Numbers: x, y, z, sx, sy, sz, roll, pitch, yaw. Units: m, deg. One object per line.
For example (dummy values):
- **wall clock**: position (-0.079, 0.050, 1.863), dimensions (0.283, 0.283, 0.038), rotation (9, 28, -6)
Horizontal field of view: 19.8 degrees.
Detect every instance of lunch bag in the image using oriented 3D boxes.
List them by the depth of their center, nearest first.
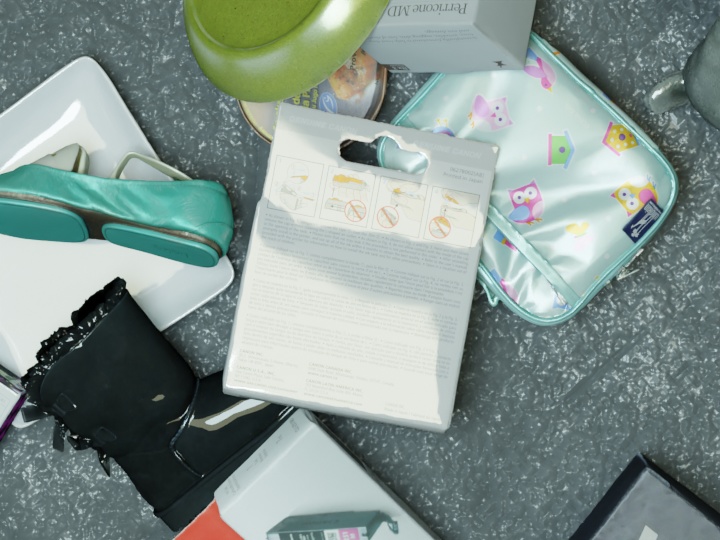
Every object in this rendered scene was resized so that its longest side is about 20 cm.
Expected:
- **lunch bag**: position (0.118, -0.063, 1.458), dimensions (0.200, 0.077, 0.160), rotation (45, 91, 4)

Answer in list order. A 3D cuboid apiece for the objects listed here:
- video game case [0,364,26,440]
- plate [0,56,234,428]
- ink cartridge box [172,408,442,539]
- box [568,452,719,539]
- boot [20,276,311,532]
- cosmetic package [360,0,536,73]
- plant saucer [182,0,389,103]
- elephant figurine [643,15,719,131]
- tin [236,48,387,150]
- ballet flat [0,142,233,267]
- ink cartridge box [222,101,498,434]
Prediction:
- **video game case**: position (-0.362, 0.117, 1.494), dimensions (0.181, 0.036, 0.201), rotation (33, 101, 4)
- **plate**: position (-0.221, -0.021, 1.504), dimensions (0.199, 0.032, 0.200), rotation (-34, 87, 3)
- **ink cartridge box**: position (-0.032, 0.224, 1.448), dimensions (0.174, 0.044, 0.200), rotation (-45, 109, 1)
- **box**: position (0.211, 0.267, 1.428), dimensions (0.196, 0.117, 0.200), rotation (38, 93, 3)
- **boot**: position (-0.129, 0.072, 1.458), dimensions (0.198, 0.073, 0.163), rotation (-43, 103, 6)
- **cosmetic package**: position (0.067, -0.241, 1.421), dimensions (0.112, 0.081, 0.202), rotation (0, 69, 32)
- **plant saucer**: position (-0.055, -0.216, 1.427), dimensions (0.199, 0.031, 0.202), rotation (-15, 65, 35)
- **elephant figurine**: position (0.322, -0.099, 1.413), dimensions (0.141, 0.155, 0.201), rotation (-29, 78, -19)
- **tin**: position (-0.032, -0.182, 1.491), dimensions (0.111, 0.042, 0.202), rotation (6, 89, 0)
- **ballet flat**: position (-0.185, -0.052, 1.462), dimensions (0.198, 0.067, 0.071), rotation (10, 65, 3)
- **ink cartridge box**: position (0.000, 0.000, 1.419), dimensions (0.160, 0.050, 0.202), rotation (11, 82, -3)
